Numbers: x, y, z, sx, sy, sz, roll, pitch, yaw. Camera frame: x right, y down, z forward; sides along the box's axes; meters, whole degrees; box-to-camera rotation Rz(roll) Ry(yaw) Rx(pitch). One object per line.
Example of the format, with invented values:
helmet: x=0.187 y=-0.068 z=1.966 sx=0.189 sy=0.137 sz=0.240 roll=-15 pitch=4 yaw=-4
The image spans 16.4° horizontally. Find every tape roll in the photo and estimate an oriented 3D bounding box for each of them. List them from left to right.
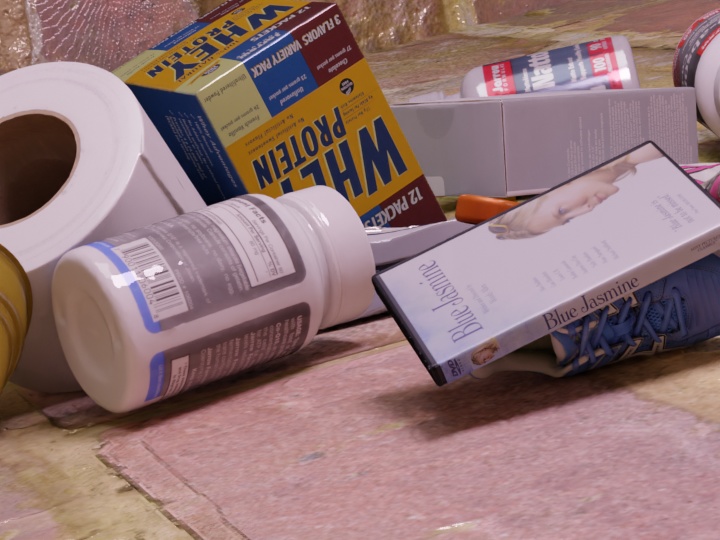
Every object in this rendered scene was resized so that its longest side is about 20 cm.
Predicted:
tape roll: x=-0.220 y=-0.032 z=1.801 sx=0.202 sy=0.139 sz=0.203 roll=-14 pitch=49 yaw=16

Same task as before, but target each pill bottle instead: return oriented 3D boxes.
pill bottle: x=-0.097 y=0.014 z=1.693 sx=0.200 sy=0.114 sz=0.114 roll=-18 pitch=12 yaw=-30
pill bottle: x=0.148 y=-0.129 z=2.187 sx=0.200 sy=0.120 sz=0.120 roll=-12 pitch=10 yaw=5
pill bottle: x=0.339 y=-0.165 z=2.151 sx=0.116 sy=0.116 sz=0.200 roll=-13 pitch=10 yaw=0

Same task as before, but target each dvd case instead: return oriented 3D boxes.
dvd case: x=0.114 y=-0.008 z=1.499 sx=0.200 sy=0.018 sz=0.143 roll=-26 pitch=27 yaw=-4

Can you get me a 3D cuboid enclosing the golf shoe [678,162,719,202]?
golf shoe: x=0.216 y=-0.039 z=1.776 sx=0.200 sy=0.073 sz=0.092 roll=-5 pitch=2 yaw=-13

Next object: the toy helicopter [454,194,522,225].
toy helicopter: x=0.156 y=0.007 z=1.606 sx=0.200 sy=0.079 sz=0.132 roll=10 pitch=-1 yaw=28

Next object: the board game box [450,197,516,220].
board game box: x=0.092 y=-0.031 z=1.992 sx=0.200 sy=0.026 sz=0.200 roll=-19 pitch=12 yaw=-32

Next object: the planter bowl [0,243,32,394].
planter bowl: x=-0.300 y=0.070 z=1.647 sx=0.200 sy=0.201 sz=0.083 roll=-16 pitch=49 yaw=-17

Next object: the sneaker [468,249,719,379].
sneaker: x=0.151 y=0.031 z=1.505 sx=0.200 sy=0.076 sz=0.077 roll=-10 pitch=30 yaw=24

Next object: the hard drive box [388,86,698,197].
hard drive box: x=0.144 y=-0.103 z=1.985 sx=0.200 sy=0.077 sz=0.156 roll=-6 pitch=5 yaw=-34

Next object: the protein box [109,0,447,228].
protein box: x=-0.069 y=-0.095 z=1.948 sx=0.135 sy=0.199 sz=0.200 roll=-34 pitch=20 yaw=-18

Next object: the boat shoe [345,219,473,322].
boat shoe: x=0.000 y=0.000 z=1.834 sx=0.200 sy=0.071 sz=0.070 roll=-12 pitch=-1 yaw=-2
